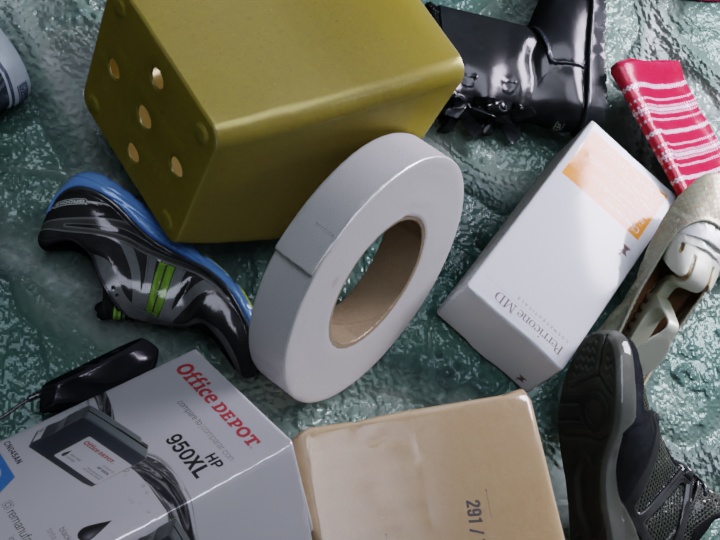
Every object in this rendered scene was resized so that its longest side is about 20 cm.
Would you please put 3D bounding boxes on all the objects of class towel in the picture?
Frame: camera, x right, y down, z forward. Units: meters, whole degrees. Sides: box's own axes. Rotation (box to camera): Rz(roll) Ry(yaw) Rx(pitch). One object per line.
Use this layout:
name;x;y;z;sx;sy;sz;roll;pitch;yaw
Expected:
towel;0.293;-0.096;1.015;0.144;0.022;0.202;-11;72;-55

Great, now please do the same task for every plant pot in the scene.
plant pot;-0.080;-0.134;0.824;0.175;0.200;0.201;-26;74;-34

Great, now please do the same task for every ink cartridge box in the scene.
ink cartridge box;-0.151;0.150;0.739;0.198;0.085;0.144;-25;34;-25

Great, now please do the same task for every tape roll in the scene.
tape roll;0.000;0.000;0.822;0.037;0.204;0.203;34;60;23

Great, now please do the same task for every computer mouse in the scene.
computer mouse;-0.223;0.101;0.791;0.198;0.058;0.035;-26;97;-24

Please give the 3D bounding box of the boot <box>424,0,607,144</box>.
boot;0.129;-0.204;1.018;0.159;0.074;0.202;7;66;-9

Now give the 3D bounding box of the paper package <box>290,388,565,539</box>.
paper package;0.043;0.202;0.812;0.187;0.104;0.204;-7;73;-19

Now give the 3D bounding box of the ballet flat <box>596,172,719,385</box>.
ballet flat;0.246;0.020;0.918;0.067;0.062;0.202;25;101;-17

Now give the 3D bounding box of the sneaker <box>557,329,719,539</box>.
sneaker;0.214;0.142;0.891;0.112;0.076;0.204;-7;92;-28

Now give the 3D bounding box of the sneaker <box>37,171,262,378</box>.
sneaker;-0.148;0.015;0.846;0.199;0.071;0.083;38;74;1

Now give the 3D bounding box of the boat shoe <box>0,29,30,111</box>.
boat shoe;-0.334;-0.191;0.854;0.090;0.071;0.201;-35;86;-30

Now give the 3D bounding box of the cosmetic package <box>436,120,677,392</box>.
cosmetic package;0.162;-0.014;0.951;0.101;0.071;0.201;40;64;-1
